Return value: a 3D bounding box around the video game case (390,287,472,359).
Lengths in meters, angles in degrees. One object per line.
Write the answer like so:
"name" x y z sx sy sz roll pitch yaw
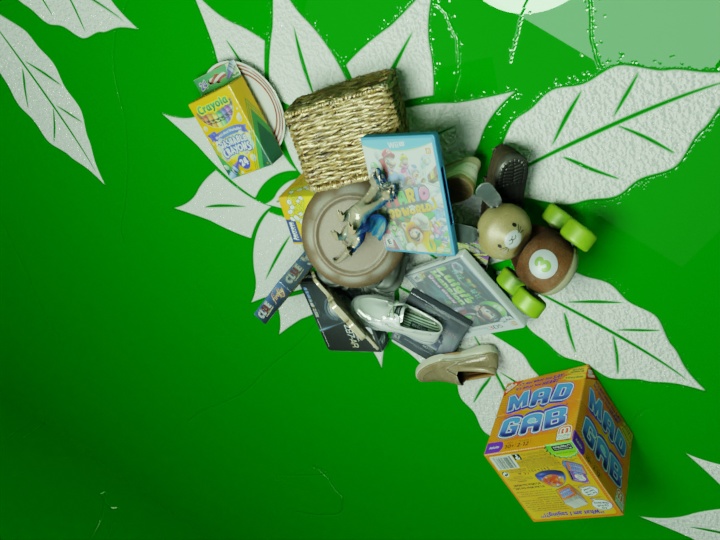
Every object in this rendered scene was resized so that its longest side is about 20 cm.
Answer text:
"video game case" 0.147 0.129 1.347 0.141 0.019 0.202 29 147 9

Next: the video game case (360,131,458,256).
"video game case" 0.080 -0.121 1.010 0.141 0.018 0.204 8 123 38

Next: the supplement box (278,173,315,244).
"supplement box" -0.044 -0.124 1.230 0.196 0.110 0.111 2 125 30

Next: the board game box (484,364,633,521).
"board game box" 0.405 0.352 1.264 0.198 0.201 0.201 -24 110 40

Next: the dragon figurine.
"dragon figurine" 0.006 -0.077 1.039 0.059 0.098 0.202 47 149 24

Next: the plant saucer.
"plant saucer" -0.013 -0.065 1.120 0.195 0.037 0.206 1 102 5

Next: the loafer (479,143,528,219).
"loafer" 0.247 -0.136 1.087 0.071 0.072 0.203 -5 139 -8

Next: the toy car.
"toy car" 0.248 -0.054 1.024 0.197 0.158 0.166 29 106 -17

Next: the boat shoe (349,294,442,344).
"boat shoe" 0.077 0.089 1.272 0.195 0.075 0.067 17 153 -5

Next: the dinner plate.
"dinner plate" -0.232 -0.322 1.252 0.196 0.024 0.204 17 131 20

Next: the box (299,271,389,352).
"box" -0.036 0.095 1.441 0.157 0.044 0.204 -2 122 32

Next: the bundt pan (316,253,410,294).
"bundt pan" 0.000 0.000 1.242 0.196 0.078 0.202 7 171 1

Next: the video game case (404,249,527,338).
"video game case" 0.204 0.053 1.236 0.200 0.024 0.180 46 147 -16

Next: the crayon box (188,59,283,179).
"crayon box" -0.254 -0.293 1.236 0.123 0.052 0.203 -10 118 36

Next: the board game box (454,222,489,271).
"board game box" 0.153 -0.064 1.176 0.196 0.033 0.120 23 169 13

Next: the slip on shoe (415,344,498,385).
"slip on shoe" 0.207 0.218 1.349 0.196 0.062 0.076 -19 142 26

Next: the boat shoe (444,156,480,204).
"boat shoe" 0.143 -0.154 1.129 0.072 0.066 0.199 38 155 -19

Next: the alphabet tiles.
"alphabet tiles" -0.036 0.082 1.289 0.015 0.200 0.196 -41 103 1

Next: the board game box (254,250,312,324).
"board game box" -0.137 0.010 1.326 0.034 0.201 0.136 39 134 -3

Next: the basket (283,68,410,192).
"basket" -0.014 -0.245 1.087 0.195 0.144 0.152 -13 117 16
